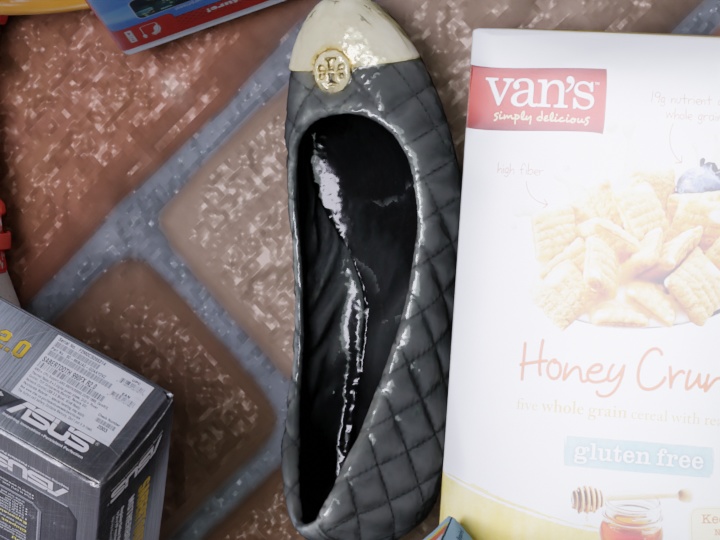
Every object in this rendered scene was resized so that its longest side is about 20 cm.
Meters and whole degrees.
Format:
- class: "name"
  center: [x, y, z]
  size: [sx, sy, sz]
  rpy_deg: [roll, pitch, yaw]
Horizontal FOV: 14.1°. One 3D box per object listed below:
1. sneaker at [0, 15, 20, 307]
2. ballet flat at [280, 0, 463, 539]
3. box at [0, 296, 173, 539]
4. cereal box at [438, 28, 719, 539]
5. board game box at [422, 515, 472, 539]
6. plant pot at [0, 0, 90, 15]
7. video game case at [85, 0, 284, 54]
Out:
- class: "sneaker"
  center: [-0.159, -0.051, 1.075]
  size: [0.108, 0.067, 0.202]
  rpy_deg: [-42, 77, 12]
- class: "ballet flat"
  center: [0.000, 0.000, 1.036]
  size: [0.066, 0.057, 0.201]
  rpy_deg: [-5, 87, 33]
- class: "box"
  center: [-0.166, 0.058, 1.035]
  size: [0.200, 0.159, 0.048]
  rpy_deg: [28, 54, 13]
- class: "cereal box"
  center: [0.104, 0.017, 1.022]
  size: [0.143, 0.040, 0.201]
  rpy_deg: [3, 91, 16]
- class: "board game box"
  center: [0.052, 0.201, 0.979]
  size: [0.105, 0.103, 0.200]
  rpy_deg: [-40, 92, 12]
- class: "plant pot"
  center: [-0.108, -0.218, 1.014]
  size: [0.200, 0.200, 0.184]
  rpy_deg: [-22, 68, 13]
- class: "video game case"
  center: [-0.043, -0.140, 0.974]
  size: [0.142, 0.200, 0.018]
  rpy_deg: [-19, 68, 6]
